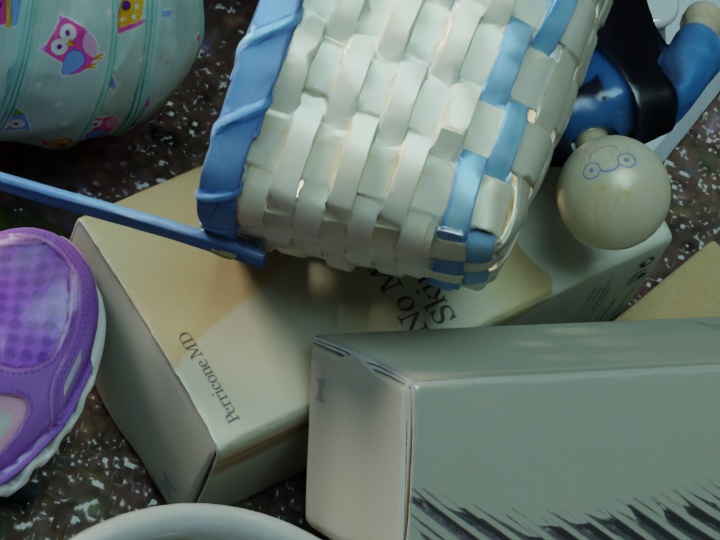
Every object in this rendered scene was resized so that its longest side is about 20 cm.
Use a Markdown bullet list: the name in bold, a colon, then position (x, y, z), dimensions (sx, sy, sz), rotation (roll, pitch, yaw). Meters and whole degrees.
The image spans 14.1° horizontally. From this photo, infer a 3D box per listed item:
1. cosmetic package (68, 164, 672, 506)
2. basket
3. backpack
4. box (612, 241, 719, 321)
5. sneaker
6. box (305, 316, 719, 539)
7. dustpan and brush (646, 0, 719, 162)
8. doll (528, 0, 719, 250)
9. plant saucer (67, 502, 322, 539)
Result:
- **cosmetic package**: position (0.000, 0.000, 1.051), dimensions (0.200, 0.071, 0.105), rotation (-26, 72, -26)
- **basket**: position (-0.026, -0.082, 0.956), dimensions (0.199, 0.139, 0.177), rotation (23, 82, 1)
- **backpack**: position (-0.129, -0.143, 1.046), dimensions (0.126, 0.167, 0.201), rotation (-2, 71, -17)
- **box**: position (0.118, 0.101, 1.060), dimensions (0.200, 0.021, 0.164), rotation (-37, 78, -29)
- **sneaker**: position (-0.166, 0.052, 0.949), dimensions (0.200, 0.089, 0.081), rotation (-37, 76, -18)
- **box**: position (0.086, 0.057, 0.991), dimensions (0.199, 0.082, 0.069), rotation (-2, 100, -24)
- **dustpan and brush**: position (0.064, -0.136, 1.149), dimensions (0.200, 0.057, 0.140), rotation (37, 59, 5)
- **doll**: position (0.062, -0.087, 1.045), dimensions (0.136, 0.049, 0.200), rotation (-15, 56, -8)
- **plant saucer**: position (-0.053, 0.178, 0.937), dimensions (0.200, 0.050, 0.201), rotation (14, 64, -30)
